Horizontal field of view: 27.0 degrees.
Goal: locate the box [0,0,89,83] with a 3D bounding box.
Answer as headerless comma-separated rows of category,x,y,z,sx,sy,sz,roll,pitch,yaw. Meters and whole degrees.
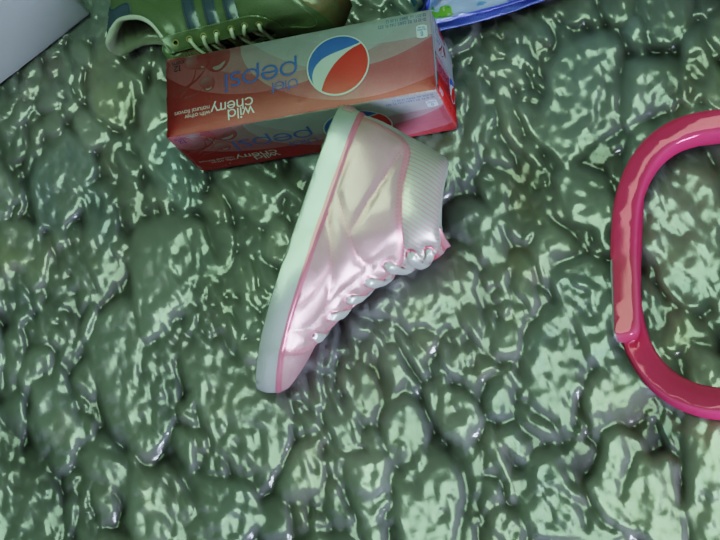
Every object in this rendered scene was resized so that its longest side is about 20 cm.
box,-0.308,-0.248,1.114,0.097,0.200,0.125,-37,66,3

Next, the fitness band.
fitness band,0.233,-0.005,0.961,0.142,0.037,0.202,-1,74,14

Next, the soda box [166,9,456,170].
soda box,-0.035,-0.125,1.061,0.198,0.070,0.064,-9,70,14

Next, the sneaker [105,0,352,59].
sneaker,-0.105,-0.178,1.104,0.199,0.067,0.091,17,78,28

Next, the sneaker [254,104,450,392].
sneaker,0.000,0.000,1.008,0.104,0.075,0.202,20,94,0

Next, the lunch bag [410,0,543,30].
lunch bag,0.110,-0.283,1.044,0.198,0.128,0.172,-14,66,-2
